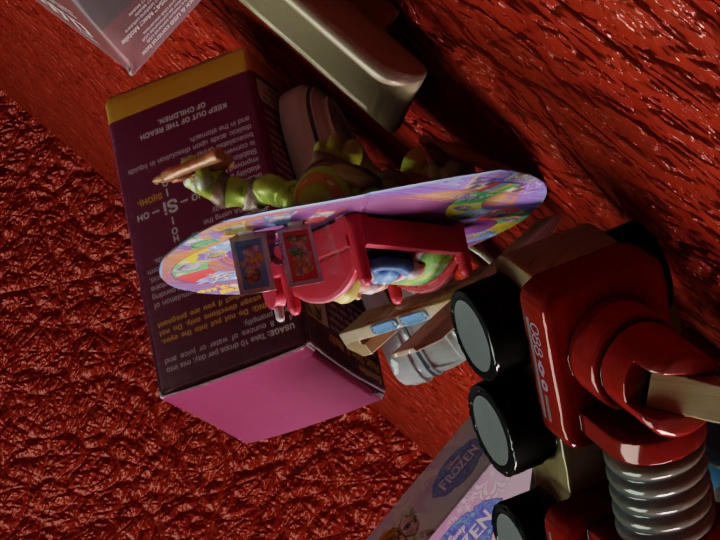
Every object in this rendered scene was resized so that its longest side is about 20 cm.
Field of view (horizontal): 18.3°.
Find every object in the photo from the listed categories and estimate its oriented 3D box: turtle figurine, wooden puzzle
[{"bbox_3d":[0.001,-0.040,1.198,0.198,0.065,0.161,-2,-175,14],"label":"turtle figurine"},{"bbox_3d":[-0.041,-0.147,1.095,0.185,0.037,0.200,41,179,1],"label":"wooden puzzle"}]

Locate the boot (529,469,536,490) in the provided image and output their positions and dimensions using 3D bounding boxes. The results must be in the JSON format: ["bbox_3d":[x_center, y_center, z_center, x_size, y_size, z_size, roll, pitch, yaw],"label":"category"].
[{"bbox_3d":[0.187,0.102,1.239,0.199,0.139,0.077,8,155,-20],"label":"boot"}]

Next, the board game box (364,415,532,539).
[{"bbox_3d":[0.120,0.151,1.349,0.041,0.200,0.200,32,169,49],"label":"board game box"}]

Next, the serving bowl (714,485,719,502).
[{"bbox_3d":[0.249,0.176,1.078,0.199,0.066,0.200,25,165,7],"label":"serving bowl"}]

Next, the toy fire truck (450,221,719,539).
[{"bbox_3d":[0.147,0.084,0.986,0.200,0.128,0.177,-141,35,-60],"label":"toy fire truck"}]

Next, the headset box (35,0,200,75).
[{"bbox_3d":[-0.070,-0.163,0.604,0.077,0.149,0.200,37,171,40],"label":"headset box"}]

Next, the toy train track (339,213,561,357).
[{"bbox_3d":[0.048,0.025,1.169,0.033,0.115,0.200,54,153,-9],"label":"toy train track"}]

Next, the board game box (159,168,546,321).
[{"bbox_3d":[0.000,0.000,1.124,0.158,0.198,0.039,109,151,-75],"label":"board game box"}]

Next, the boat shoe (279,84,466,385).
[{"bbox_3d":[0.019,-0.030,1.375,0.201,0.066,0.074,64,-162,-15],"label":"boat shoe"}]

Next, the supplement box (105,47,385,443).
[{"bbox_3d":[-0.070,-0.013,1.375,0.131,0.103,0.201,40,-146,-63],"label":"supplement box"}]

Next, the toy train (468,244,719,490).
[{"bbox_3d":[0.128,0.039,1.152,0.200,0.085,0.116,47,160,9],"label":"toy train"}]
